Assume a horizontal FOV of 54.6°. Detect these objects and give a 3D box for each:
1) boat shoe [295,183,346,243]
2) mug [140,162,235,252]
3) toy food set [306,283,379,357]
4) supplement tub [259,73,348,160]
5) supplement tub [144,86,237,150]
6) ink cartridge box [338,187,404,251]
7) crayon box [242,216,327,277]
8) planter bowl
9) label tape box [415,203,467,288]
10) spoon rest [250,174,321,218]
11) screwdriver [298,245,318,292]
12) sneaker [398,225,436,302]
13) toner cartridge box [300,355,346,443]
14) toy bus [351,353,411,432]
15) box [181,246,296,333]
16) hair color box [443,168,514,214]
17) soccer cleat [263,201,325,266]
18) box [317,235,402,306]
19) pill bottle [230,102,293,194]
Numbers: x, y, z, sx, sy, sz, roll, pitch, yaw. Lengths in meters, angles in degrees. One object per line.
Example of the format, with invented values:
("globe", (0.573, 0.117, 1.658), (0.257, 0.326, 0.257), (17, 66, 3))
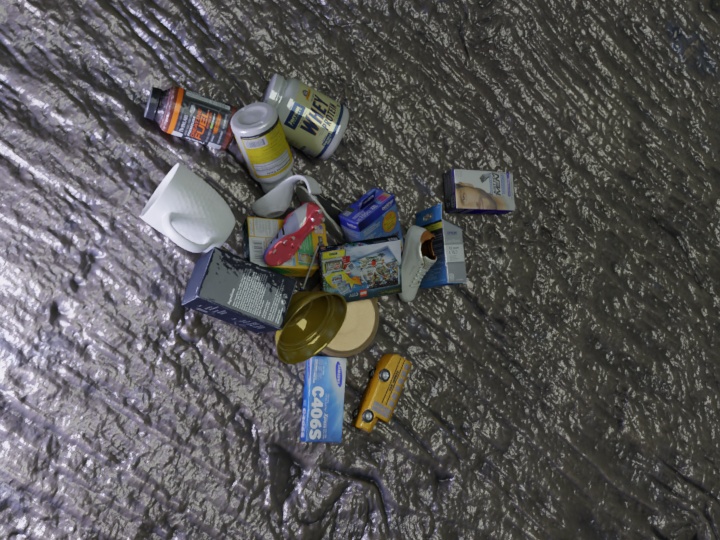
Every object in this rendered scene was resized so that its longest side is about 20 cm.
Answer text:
("boat shoe", (-0.077, -0.147, 1.727), (0.200, 0.074, 0.061), (45, 68, -16))
("mug", (-0.372, -0.112, 1.527), (0.174, 0.201, 0.148), (37, 115, -22))
("toy food set", (-0.050, 0.110, 1.706), (0.194, 0.049, 0.204), (1, 82, -12))
("supplement tub", (-0.142, -0.371, 1.685), (0.198, 0.145, 0.147), (24, 74, -20))
("supplement tub", (-0.387, -0.352, 1.592), (0.197, 0.107, 0.109), (14, 78, -22))
("ink cartridge box", (0.027, -0.106, 1.713), (0.136, 0.076, 0.202), (-40, 133, -28))
("crayon box", (-0.178, -0.053, 1.664), (0.197, 0.052, 0.128), (3, 65, -24))
("planter bowl", (-0.132, 0.110, 1.596), (0.199, 0.202, 0.083), (-32, 55, -25))
("label tape box", (0.206, -0.061, 1.808), (0.065, 0.143, 0.204), (-1, 84, -24))
("spoon rest", (-0.175, -0.173, 1.621), (0.099, 0.198, 0.062), (-4, 77, -52))
("screwdriver", (-0.133, 0.030, 1.642), (0.028, 0.202, 0.029), (31, 31, 20))
("sneaker", (0.145, -0.006, 1.772), (0.072, 0.084, 0.204), (-14, 118, -45))
("toner cartridge box", (-0.089, 0.310, 1.682), (0.093, 0.043, 0.204), (7, 81, -25))
("toy bus", (0.052, 0.307, 1.736), (0.078, 0.065, 0.202), (30, 72, -20))
("box", (-0.272, 0.050, 1.545), (0.198, 0.196, 0.119), (23, 74, -20))
("hair color box", (0.329, -0.216, 1.929), (0.197, 0.065, 0.112), (-1, 84, -23))
("soccer cleat", (-0.165, -0.086, 1.627), (0.200, 0.076, 0.067), (-48, 142, -26))
("box", (0.000, 0.000, 1.657), (0.196, 0.038, 0.139), (-9, 114, -14))
("pill bottle", (-0.218, -0.275, 1.614), (0.111, 0.111, 0.202), (-41, 140, -23))
